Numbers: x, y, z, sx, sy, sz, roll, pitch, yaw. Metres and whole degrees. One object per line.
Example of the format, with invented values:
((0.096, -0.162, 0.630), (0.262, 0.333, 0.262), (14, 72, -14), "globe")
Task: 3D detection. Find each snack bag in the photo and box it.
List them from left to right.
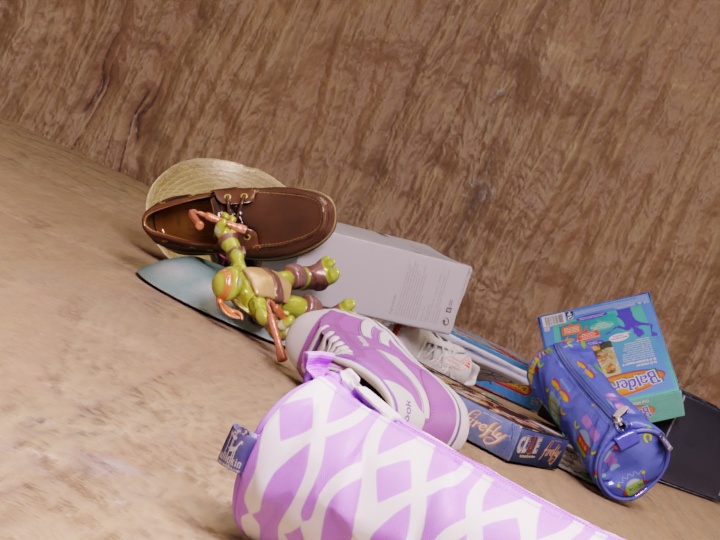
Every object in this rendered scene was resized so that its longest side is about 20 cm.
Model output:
((0.097, 0.101, 1.832), (0.187, 0.022, 0.200), (25, -12, -22), "snack bag")

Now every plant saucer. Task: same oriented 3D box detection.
((-0.124, 0.025, 1.456), (0.200, 0.039, 0.201), (25, 1, -1), "plant saucer")

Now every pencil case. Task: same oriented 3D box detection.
((0.043, 0.109, 0.583), (0.199, 0.086, 0.084), (26, 1, 22), "pencil case")
((0.232, 0.141, 1.441), (0.077, 0.087, 0.200), (-19, 30, -7), "pencil case")

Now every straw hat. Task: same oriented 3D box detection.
((-0.171, -0.036, 1.775), (0.200, 0.202, 0.085), (24, -39, -3), "straw hat")

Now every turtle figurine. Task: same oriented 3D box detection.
((-0.079, 0.026, 1.352), (0.160, 0.065, 0.200), (10, 33, -44), "turtle figurine")

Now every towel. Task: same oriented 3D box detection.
((0.199, 0.178, 1.526), (0.199, 0.031, 0.149), (26, 3, 20), "towel")

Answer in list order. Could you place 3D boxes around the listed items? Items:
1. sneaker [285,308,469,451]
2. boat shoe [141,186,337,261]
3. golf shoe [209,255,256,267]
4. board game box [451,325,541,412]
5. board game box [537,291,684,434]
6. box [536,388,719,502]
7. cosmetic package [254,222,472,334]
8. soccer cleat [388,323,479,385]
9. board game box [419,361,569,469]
((-0.015, 0.072, 1.116), (0.114, 0.073, 0.200), (19, 6, -44), "sneaker")
((-0.122, -0.046, 1.432), (0.198, 0.073, 0.067), (-2, -4, 19), "boat shoe")
((-0.087, 0.025, 1.611), (0.199, 0.073, 0.092), (32, -15, -20), "golf shoe")
((0.153, 0.121, 2.098), (0.194, 0.056, 0.200), (25, 2, -13), "board game box")
((0.311, 0.118, 1.833), (0.151, 0.045, 0.201), (-12, 35, 7), "board game box")
((0.377, 0.199, 1.925), (0.196, 0.118, 0.199), (23, 4, -45), "box")
((0.000, 0.000, 1.534), (0.199, 0.082, 0.113), (15, 7, -29), "cosmetic package")
((0.080, 0.098, 1.636), (0.084, 0.069, 0.200), (17, -6, 19), "soccer cleat")
((0.089, 0.128, 1.401), (0.199, 0.035, 0.135), (26, 2, 28), "board game box")
